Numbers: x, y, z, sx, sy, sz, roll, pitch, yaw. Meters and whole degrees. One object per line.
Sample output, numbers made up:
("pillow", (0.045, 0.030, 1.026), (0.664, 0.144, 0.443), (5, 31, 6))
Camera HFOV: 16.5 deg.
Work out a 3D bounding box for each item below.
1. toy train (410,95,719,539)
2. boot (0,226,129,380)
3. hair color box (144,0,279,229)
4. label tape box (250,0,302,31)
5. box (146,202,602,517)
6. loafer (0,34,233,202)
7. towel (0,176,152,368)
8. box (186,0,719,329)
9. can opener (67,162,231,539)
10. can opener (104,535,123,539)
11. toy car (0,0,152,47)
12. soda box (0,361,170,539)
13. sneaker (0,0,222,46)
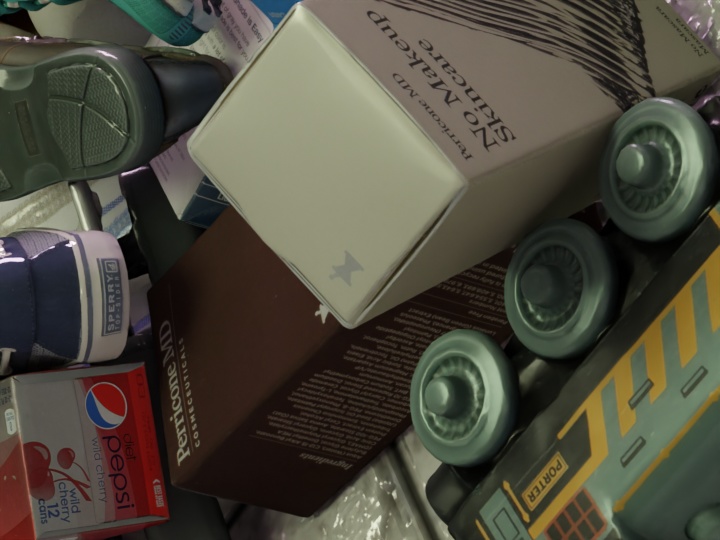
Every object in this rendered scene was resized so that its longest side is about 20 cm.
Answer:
("toy train", (0.098, 0.033, 0.804), (0.200, 0.085, 0.114), (-51, 52, 26))
("boot", (-0.165, 0.015, 1.048), (0.200, 0.090, 0.073), (159, 107, -69))
("hair color box", (-0.022, -0.120, 1.062), (0.200, 0.060, 0.100), (-58, 38, 23))
("label tape box", (-0.018, -0.158, 0.939), (0.143, 0.066, 0.201), (19, 90, 68))
("box", (0.000, 0.000, 0.967), (0.200, 0.075, 0.100), (-46, 42, 38))
("loafer", (-0.132, -0.069, 1.080), (0.200, 0.063, 0.072), (5, 108, 49))
("towel", (-0.136, -0.013, 1.182), (0.147, 0.024, 0.201), (-34, 46, 20))
("box", (0.037, -0.054, 0.814), (0.082, 0.200, 0.068), (47, 122, 10))
("can opener", (-0.078, 0.044, 1.058), (0.053, 0.067, 0.201), (79, 171, -70))
("can opener", (-0.110, 0.157, 1.083), (0.200, 0.078, 0.064), (-112, 17, -51))
("toy car", (-0.169, -0.163, 1.186), (0.200, 0.150, 0.175), (-34, 36, 28))
("soda box", (-0.158, 0.090, 1.060), (0.200, 0.063, 0.070), (-19, 79, 56))
("sneaker", (-0.140, -0.139, 1.065), (0.200, 0.077, 0.080), (31, 91, 30))
